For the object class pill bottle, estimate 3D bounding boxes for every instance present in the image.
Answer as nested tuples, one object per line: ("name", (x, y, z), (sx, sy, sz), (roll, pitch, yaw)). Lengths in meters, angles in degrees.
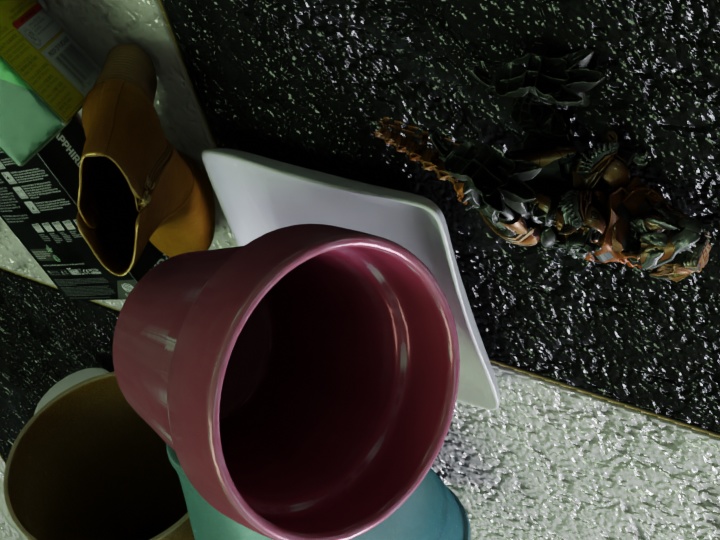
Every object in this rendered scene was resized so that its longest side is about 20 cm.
("pill bottle", (-0.217, 0.189, 1.595), (0.111, 0.111, 0.200), (6, 137, 43))

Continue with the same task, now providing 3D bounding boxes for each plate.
("plate", (0.000, 0.000, 1.191), (0.199, 0.032, 0.200), (15, 142, 33))

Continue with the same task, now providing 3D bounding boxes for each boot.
("boot", (-0.154, -0.042, 1.183), (0.071, 0.144, 0.201), (-5, 133, 9))

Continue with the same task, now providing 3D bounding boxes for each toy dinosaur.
("toy dinosaur", (0.097, -0.046, 0.976), (0.200, 0.102, 0.136), (0, 154, 17))

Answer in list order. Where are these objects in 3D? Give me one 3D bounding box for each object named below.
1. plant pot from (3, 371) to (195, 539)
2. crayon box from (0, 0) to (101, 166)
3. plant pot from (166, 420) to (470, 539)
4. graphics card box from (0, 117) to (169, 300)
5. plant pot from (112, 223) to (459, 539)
("plant pot", (-0.185, 0.218, 1.468), (0.186, 0.186, 0.200), (21, 146, 28))
("crayon box", (-0.269, -0.173, 1.161), (0.051, 0.127, 0.200), (-39, 102, 18))
("plant pot", (-0.044, 0.166, 1.296), (0.200, 0.200, 0.188), (4, 134, 44))
("graphics card box", (-0.241, -0.063, 1.348), (0.125, 0.051, 0.200), (-4, 128, 49))
("plant pot", (-0.064, 0.063, 1.131), (0.179, 0.200, 0.200), (13, 142, 51))
